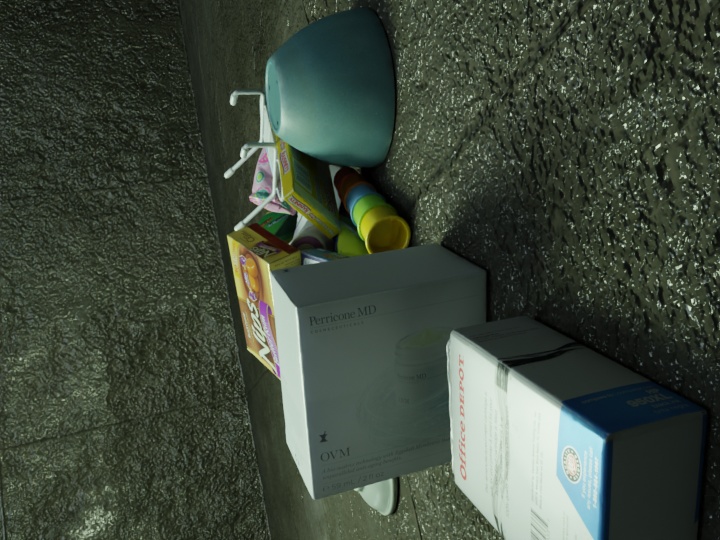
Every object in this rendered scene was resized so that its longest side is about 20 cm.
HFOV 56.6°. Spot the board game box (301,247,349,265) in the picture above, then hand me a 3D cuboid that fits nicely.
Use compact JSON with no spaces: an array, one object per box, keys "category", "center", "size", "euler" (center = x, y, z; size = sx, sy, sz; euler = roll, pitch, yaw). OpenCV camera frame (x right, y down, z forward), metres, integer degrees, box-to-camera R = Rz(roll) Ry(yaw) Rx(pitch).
[{"category":"board game box","center":[-0.002,0.059,0.847],"size":[0.198,0.034,0.139],"euler":[18,112,43]}]

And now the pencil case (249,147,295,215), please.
[{"category":"pencil case","center":[-0.116,-0.194,1.080],"size":[0.087,0.086,0.205],"euler":[16,88,71]}]

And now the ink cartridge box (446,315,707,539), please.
[{"category":"ink cartridge box","center":[0.146,0.136,0.500],"size":[0.200,0.082,0.148],"euler":[-145,49,-66]}]

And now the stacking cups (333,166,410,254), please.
[{"category":"stacking cups","center":[0.010,-0.085,0.895],"size":[0.201,0.059,0.062],"euler":[-117,25,-58]}]

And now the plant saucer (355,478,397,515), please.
[{"category":"plant saucer","center":[0.004,0.301,1.097],"size":[0.200,0.049,0.206],"euler":[172,90,-73]}]

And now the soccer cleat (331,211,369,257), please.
[{"category":"soccer cleat","center":[0.000,0.000,0.905],"size":[0.066,0.082,0.203],"euler":[101,154,-47]}]

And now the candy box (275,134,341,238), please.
[{"category":"candy box","center":[-0.077,-0.145,0.940],"size":[0.102,0.026,0.203],"euler":[42,-154,-41]}]

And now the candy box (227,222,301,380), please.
[{"category":"candy box","center":[-0.128,0.048,0.960],"size":[0.116,0.056,0.204],"euler":[31,133,43]}]

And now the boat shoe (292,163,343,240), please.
[{"category":"boat shoe","center":[-0.067,-0.094,1.095],"size":[0.066,0.072,0.203],"euler":[-103,31,-57]}]

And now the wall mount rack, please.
[{"category":"wall mount rack","center":[-0.164,-0.166,1.014],"size":[0.176,0.073,0.203],"euler":[104,155,-51]}]

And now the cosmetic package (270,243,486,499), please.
[{"category":"cosmetic package","center":[0.020,0.095,0.693],"size":[0.123,0.195,0.205],"euler":[-145,48,-65]}]

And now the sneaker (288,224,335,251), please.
[{"category":"sneaker","center":[-0.096,-0.004,1.035],"size":[0.075,0.100,0.199],"euler":[45,128,-7]}]

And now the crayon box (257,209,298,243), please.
[{"category":"crayon box","center":[-0.129,0.006,1.159],"size":[0.057,0.120,0.202],"euler":[7,137,31]}]

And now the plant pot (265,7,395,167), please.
[{"category":"plant pot","center":[-0.051,-0.233,0.874],"size":[0.200,0.132,0.206],"euler":[172,90,-73]}]
